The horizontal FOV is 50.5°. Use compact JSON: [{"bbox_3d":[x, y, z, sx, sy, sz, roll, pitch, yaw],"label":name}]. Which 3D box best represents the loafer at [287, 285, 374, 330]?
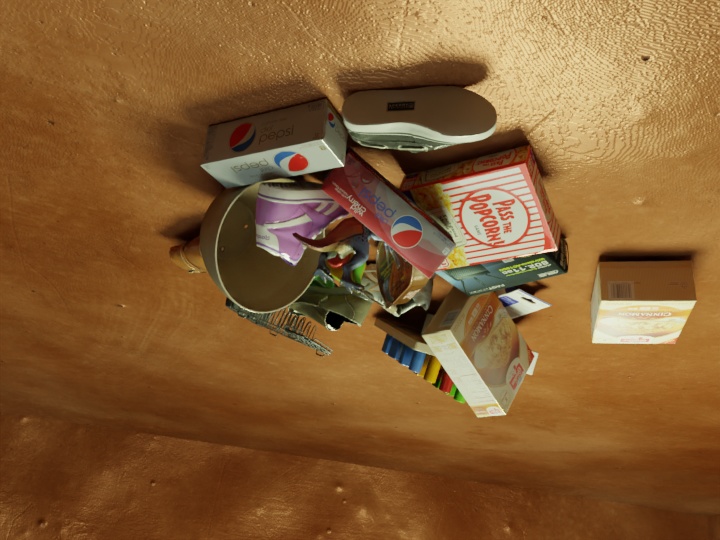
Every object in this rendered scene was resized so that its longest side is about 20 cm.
[{"bbox_3d":[-0.065,0.071,1.406,0.196,0.072,0.075,-5,154,40],"label":"loafer"}]

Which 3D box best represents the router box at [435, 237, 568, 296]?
[{"bbox_3d":[0.219,-0.029,1.248,0.197,0.064,0.149,-16,148,38],"label":"router box"}]

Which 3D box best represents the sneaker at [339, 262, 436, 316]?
[{"bbox_3d":[0.044,0.039,1.400,0.195,0.094,0.076,-8,153,30],"label":"sneaker"}]

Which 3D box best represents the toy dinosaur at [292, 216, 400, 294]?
[{"bbox_3d":[0.009,-0.057,1.114,0.103,0.185,0.201,14,154,26],"label":"toy dinosaur"}]

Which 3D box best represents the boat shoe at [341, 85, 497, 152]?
[{"bbox_3d":[0.075,-0.185,0.954,0.194,0.072,0.064,8,156,17],"label":"boat shoe"}]

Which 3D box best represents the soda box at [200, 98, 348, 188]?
[{"bbox_3d":[-0.117,-0.169,1.033,0.195,0.065,0.068,-6,153,27],"label":"soda box"}]

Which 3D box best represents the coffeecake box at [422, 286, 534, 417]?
[{"bbox_3d":[0.220,0.139,1.398,0.072,0.154,0.202,-15,117,46],"label":"coffeecake box"}]

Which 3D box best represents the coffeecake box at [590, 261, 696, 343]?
[{"bbox_3d":[0.491,0.060,1.345,0.149,0.075,0.201,-1,155,12],"label":"coffeecake box"}]

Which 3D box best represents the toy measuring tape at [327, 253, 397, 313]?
[{"bbox_3d":[0.000,0.000,1.305,0.198,0.074,0.073,31,173,37],"label":"toy measuring tape"}]

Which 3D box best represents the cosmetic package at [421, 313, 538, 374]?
[{"bbox_3d":[0.241,0.149,1.559,0.195,0.053,0.151,17,-175,-20],"label":"cosmetic package"}]

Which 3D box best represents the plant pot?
[{"bbox_3d":[-0.170,-0.052,1.178,0.133,0.204,0.199,19,172,47],"label":"plant pot"}]

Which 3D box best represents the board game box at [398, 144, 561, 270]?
[{"bbox_3d":[0.171,-0.085,1.099,0.196,0.047,0.153,-10,126,31],"label":"board game box"}]

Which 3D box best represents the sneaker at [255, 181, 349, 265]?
[{"bbox_3d":[-0.078,-0.069,1.116,0.072,0.118,0.197,19,-163,42],"label":"sneaker"}]

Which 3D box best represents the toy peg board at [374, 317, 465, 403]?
[{"bbox_3d":[0.139,0.192,1.591,0.195,0.100,0.199,17,-178,-25],"label":"toy peg board"}]

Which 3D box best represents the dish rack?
[{"bbox_3d":[-0.140,0.092,1.377,0.196,0.056,0.153,21,170,25],"label":"dish rack"}]

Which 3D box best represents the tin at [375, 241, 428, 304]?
[{"bbox_3d":[0.068,-0.013,1.254,0.041,0.115,0.200,-10,165,-16],"label":"tin"}]

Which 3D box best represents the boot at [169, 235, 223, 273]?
[{"bbox_3d":[-0.239,-0.007,1.394,0.152,0.079,0.198,-7,160,37],"label":"boot"}]

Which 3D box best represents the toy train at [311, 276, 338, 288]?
[{"bbox_3d":[-0.100,-0.001,1.399,0.055,0.043,0.200,7,159,34],"label":"toy train"}]

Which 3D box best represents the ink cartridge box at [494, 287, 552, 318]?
[{"bbox_3d":[0.265,0.065,1.473,0.093,0.038,0.198,23,153,-29],"label":"ink cartridge box"}]

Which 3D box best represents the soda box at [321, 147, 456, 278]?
[{"bbox_3d":[0.039,-0.081,1.064,0.199,0.064,0.070,39,-168,-9],"label":"soda box"}]
